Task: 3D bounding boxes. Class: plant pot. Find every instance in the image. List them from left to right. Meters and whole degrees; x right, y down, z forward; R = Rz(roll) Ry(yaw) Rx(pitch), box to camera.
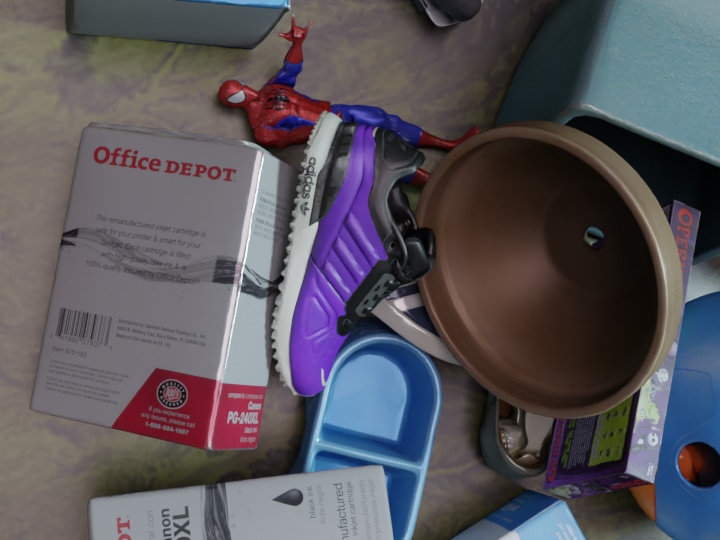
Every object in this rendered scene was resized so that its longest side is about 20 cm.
[{"bbox_3d":[0.140,-0.010,0.891,0.092,0.200,0.203,-26,95,-44],"label":"plant pot"},{"bbox_3d":[0.222,-0.144,0.967,0.194,0.196,0.202,19,73,-12],"label":"plant pot"}]

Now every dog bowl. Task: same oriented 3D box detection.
[{"bbox_3d":[0.001,0.136,0.976,0.110,0.050,0.202,15,85,-12],"label":"dog bowl"}]

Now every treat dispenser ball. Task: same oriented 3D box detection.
[{"bbox_3d":[0.286,0.114,0.962,0.199,0.201,0.203,0,89,-12],"label":"treat dispenser ball"}]

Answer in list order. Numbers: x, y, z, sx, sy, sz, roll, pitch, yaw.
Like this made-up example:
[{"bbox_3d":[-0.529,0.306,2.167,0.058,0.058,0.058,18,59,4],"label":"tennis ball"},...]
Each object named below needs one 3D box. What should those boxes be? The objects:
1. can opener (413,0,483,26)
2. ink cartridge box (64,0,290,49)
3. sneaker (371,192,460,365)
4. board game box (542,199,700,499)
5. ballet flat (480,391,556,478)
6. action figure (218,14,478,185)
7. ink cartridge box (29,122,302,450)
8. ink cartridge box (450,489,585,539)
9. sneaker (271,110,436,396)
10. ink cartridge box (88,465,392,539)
[{"bbox_3d":[0.032,-0.276,0.982,0.053,0.067,0.201,-35,96,-12],"label":"can opener"},{"bbox_3d":[-0.127,-0.271,0.906,0.146,0.145,0.202,3,88,-13],"label":"ink cartridge box"},{"bbox_3d":[0.030,-0.007,0.967,0.199,0.075,0.085,34,96,-10],"label":"sneaker"},{"bbox_3d":[0.187,0.059,0.942,0.032,0.120,0.202,21,70,-18],"label":"board game box"},{"bbox_3d":[0.133,0.059,0.999,0.067,0.064,0.202,7,87,-17],"label":"ballet flat"},{"bbox_3d":[-0.004,-0.117,0.956,0.198,0.099,0.066,13,64,-10],"label":"action figure"},{"bbox_3d":[-0.131,0.011,0.901,0.144,0.083,0.202,9,86,22],"label":"ink cartridge box"},{"bbox_3d":[0.090,0.279,0.975,0.199,0.085,0.145,-30,94,-13],"label":"ink cartridge box"},{"bbox_3d":[0.000,0.000,0.894,0.098,0.070,0.202,12,109,7],"label":"sneaker"},{"bbox_3d":[-0.077,0.218,0.867,0.198,0.083,0.147,-6,72,-10],"label":"ink cartridge box"}]
